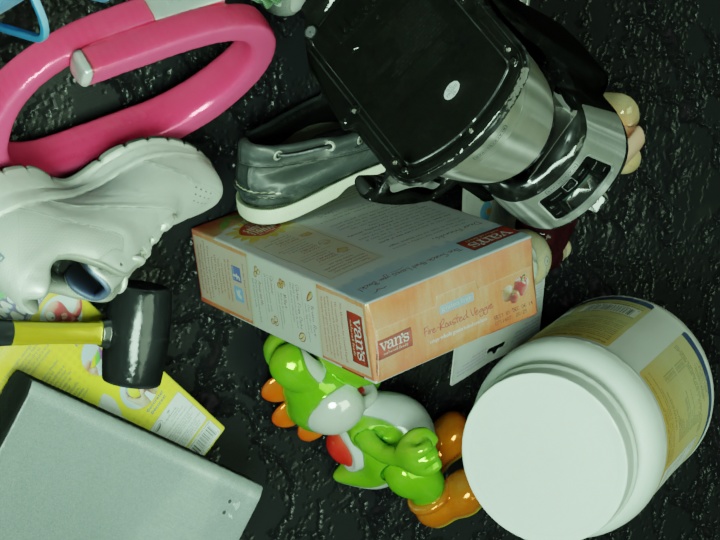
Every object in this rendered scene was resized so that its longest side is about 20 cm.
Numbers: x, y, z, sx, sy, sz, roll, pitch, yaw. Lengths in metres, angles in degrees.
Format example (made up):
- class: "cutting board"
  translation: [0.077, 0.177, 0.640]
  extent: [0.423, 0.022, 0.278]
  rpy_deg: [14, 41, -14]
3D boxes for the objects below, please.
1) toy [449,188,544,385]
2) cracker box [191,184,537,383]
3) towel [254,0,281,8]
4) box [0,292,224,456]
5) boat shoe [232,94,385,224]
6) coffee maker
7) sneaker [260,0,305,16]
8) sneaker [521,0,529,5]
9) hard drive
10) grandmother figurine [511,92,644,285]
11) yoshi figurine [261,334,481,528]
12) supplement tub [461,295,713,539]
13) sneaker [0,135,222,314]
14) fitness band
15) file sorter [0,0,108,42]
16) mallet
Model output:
- class: "toy"
  translation: [0.092, -0.031, 1.413]
  extent: [0.115, 0.047, 0.202]
  rpy_deg: [-24, 128, -46]
- class: "cracker box"
  translation: [0.000, 0.000, 1.258]
  extent: [0.133, 0.199, 0.058]
  rpy_deg: [-21, 115, -31]
- class: "towel"
  translation: [-0.097, -0.251, 1.114]
  extent: [0.200, 0.030, 0.151]
  rpy_deg: [32, 48, -63]
- class: "box"
  translation: [-0.188, 0.086, 1.236]
  extent: [0.118, 0.048, 0.200]
  rpy_deg: [-52, 130, -13]
- class: "boat shoe"
  translation: [-0.005, -0.105, 1.306]
  extent: [0.198, 0.074, 0.067]
  rpy_deg: [-28, 126, -22]
- class: "coffee maker"
  translation: [0.065, -0.129, 1.199]
  extent: [0.200, 0.134, 0.194]
  rpy_deg: [19, 54, -62]
- class: "sneaker"
  translation: [-0.018, -0.256, 1.227]
  extent: [0.080, 0.070, 0.202]
  rpy_deg: [10, 95, -41]
- class: "sneaker"
  translation: [0.071, -0.216, 1.329]
  extent: [0.098, 0.071, 0.202]
  rpy_deg: [6, 110, 2]
- class: "hard drive"
  translation: [-0.168, 0.162, 1.226]
  extent: [0.199, 0.033, 0.140]
  rpy_deg: [30, 86, -39]
- class: "grandmother figurine"
  translation: [0.140, -0.049, 1.377]
  extent: [0.200, 0.060, 0.122]
  rpy_deg: [-52, 137, -39]
- class: "yoshi figurine"
  translation: [0.021, 0.090, 1.368]
  extent: [0.200, 0.112, 0.113]
  rpy_deg: [40, 67, -36]
- class: "supplement tub"
  translation: [0.165, 0.107, 1.411]
  extent: [0.200, 0.143, 0.146]
  rpy_deg: [-26, 122, -62]
- class: "sneaker"
  translation: [-0.156, -0.022, 1.179]
  extent: [0.199, 0.087, 0.075]
  rpy_deg: [-21, 156, -44]
- class: "fitness band"
  translation: [-0.140, -0.108, 1.167]
  extent: [0.199, 0.038, 0.144]
  rpy_deg: [-23, 161, -30]
- class: "file sorter"
  translation: [-0.221, -0.189, 1.081]
  extent: [0.199, 0.122, 0.140]
  rpy_deg: [-36, 121, -24]
- class: "mallet"
  translation: [-0.202, 0.047, 1.163]
  extent: [0.199, 0.041, 0.067]
  rpy_deg: [-7, 104, -33]
